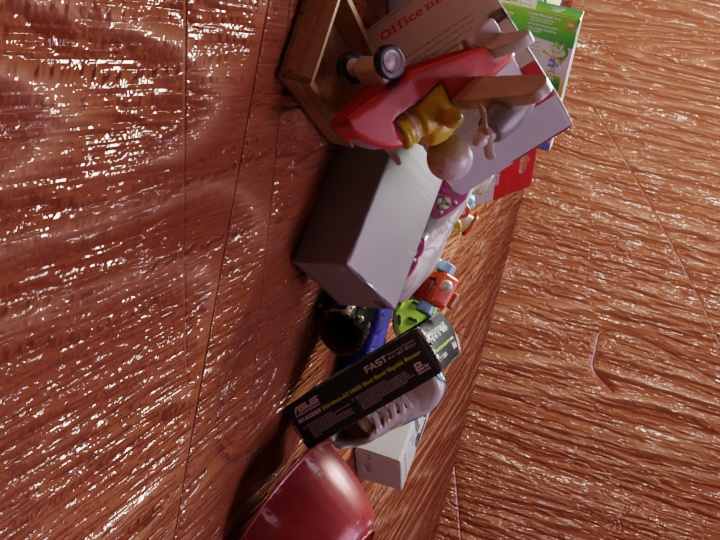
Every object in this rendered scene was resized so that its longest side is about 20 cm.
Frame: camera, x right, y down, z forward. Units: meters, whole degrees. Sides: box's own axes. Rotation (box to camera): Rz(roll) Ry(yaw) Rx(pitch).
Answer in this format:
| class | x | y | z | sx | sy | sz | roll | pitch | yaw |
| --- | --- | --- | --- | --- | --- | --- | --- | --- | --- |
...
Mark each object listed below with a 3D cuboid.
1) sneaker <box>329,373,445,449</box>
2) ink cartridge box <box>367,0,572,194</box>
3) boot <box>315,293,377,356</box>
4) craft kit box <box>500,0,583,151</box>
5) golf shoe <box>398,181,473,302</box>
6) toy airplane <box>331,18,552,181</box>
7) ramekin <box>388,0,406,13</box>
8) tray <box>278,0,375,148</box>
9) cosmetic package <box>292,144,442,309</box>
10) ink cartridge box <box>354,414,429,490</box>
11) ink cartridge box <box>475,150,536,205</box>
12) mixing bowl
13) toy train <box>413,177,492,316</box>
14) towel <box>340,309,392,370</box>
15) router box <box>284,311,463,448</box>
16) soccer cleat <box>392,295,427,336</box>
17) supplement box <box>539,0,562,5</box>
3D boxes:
| class | x | y | z | sx | sy | sz | roll | pitch | yaw |
| --- | --- | --- | --- | --- | --- | --- | --- | --- | --- |
| sneaker | 0.039 | 0.198 | 1.527 | 0.200 | 0.077 | 0.081 | -38 | 177 | 32 |
| ink cartridge box | 0.113 | -0.208 | 1.157 | 0.083 | 0.145 | 0.200 | 35 | 27 | -59 |
| boot | 0.000 | 0.000 | 1.326 | 0.200 | 0.073 | 0.151 | 97 | 14 | -53 |
| craft kit box | 0.191 | -0.285 | 1.499 | 0.049 | 0.200 | 0.198 | -57 | 160 | -52 |
| golf shoe | 0.075 | -0.047 | 1.296 | 0.200 | 0.075 | 0.092 | -52 | 154 | -20 |
| toy airplane | 0.083 | -0.158 | 1.027 | 0.200 | 0.199 | 0.141 | -59 | 137 | -73 |
| ramekin | 0.110 | -0.365 | 1.289 | 0.200 | 0.098 | 0.201 | 16 | 90 | -78 |
| tray | -0.027 | -0.197 | 1.048 | 0.200 | 0.037 | 0.099 | 41 | 66 | -75 |
| cosmetic package | 0.014 | -0.067 | 1.197 | 0.107 | 0.090 | 0.200 | 46 | 60 | -43 |
| ink cartridge box | 0.065 | 0.259 | 1.867 | 0.145 | 0.084 | 0.200 | 85 | 25 | -59 |
| ink cartridge box | 0.134 | -0.145 | 1.441 | 0.116 | 0.200 | 0.067 | 90 | -23 | -47 |
| mixing bowl | -0.054 | 0.312 | 1.255 | 0.200 | 0.108 | 0.200 | -50 | 163 | -21 |
| toy train | 0.117 | -0.026 | 1.359 | 0.200 | 0.056 | 0.150 | -63 | -158 | -14 |
| towel | 0.013 | 0.073 | 1.527 | 0.148 | 0.049 | 0.200 | -38 | 142 | -80 |
| router box | 0.021 | 0.132 | 1.326 | 0.200 | 0.062 | 0.150 | -33 | 176 | 16 |
| soccer cleat | 0.079 | 0.037 | 1.640 | 0.084 | 0.065 | 0.200 | 114 | -13 | -49 |
| supplement box | 0.226 | -0.411 | 1.639 | 0.200 | 0.134 | 0.200 | 69 | 39 | -70 |
